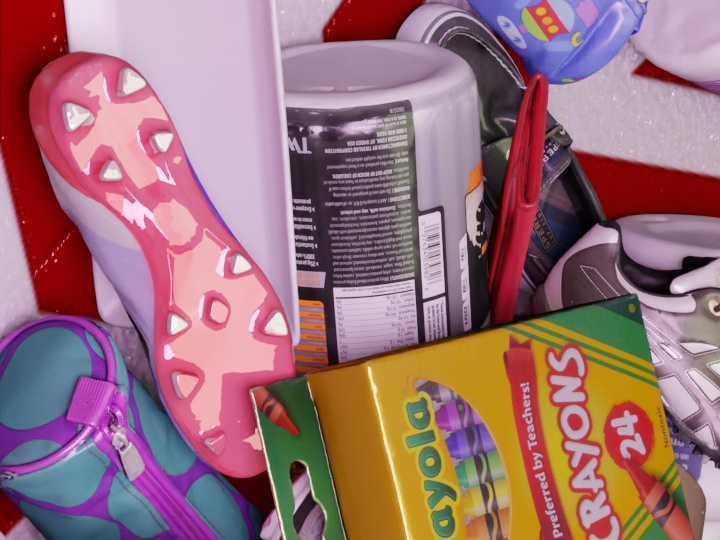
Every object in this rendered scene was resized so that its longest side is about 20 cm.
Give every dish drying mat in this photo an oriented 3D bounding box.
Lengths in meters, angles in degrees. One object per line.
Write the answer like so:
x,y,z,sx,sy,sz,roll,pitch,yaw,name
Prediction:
0.071,-0.009,1.131,0.200,0.018,0.077,96,2,-59,dish drying mat

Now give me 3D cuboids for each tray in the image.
-0.076,-0.067,1.012,0.022,0.107,0.201,-39,130,-58,tray

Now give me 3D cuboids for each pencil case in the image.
0.072,-0.174,1.125,0.200,0.087,0.078,44,51,-40,pencil case
-0.097,0.110,1.046,0.085,0.092,0.200,-55,133,-18,pencil case

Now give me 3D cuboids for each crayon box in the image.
0.054,0.091,1.015,0.199,0.051,0.128,-13,90,-37,crayon box

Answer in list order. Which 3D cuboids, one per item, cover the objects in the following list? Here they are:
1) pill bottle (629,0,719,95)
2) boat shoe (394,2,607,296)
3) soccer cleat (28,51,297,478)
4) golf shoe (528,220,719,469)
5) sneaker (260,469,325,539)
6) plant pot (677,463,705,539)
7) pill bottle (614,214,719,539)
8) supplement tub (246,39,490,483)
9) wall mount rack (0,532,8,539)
0.244,-0.141,1.284,0.199,0.112,0.113,15,91,-45,pill bottle
0.083,-0.055,1.187,0.070,0.066,0.200,-46,129,-24,boat shoe
-0.086,-0.004,1.001,0.067,0.076,0.201,-31,107,-17,soccer cleat
0.184,0.047,1.179,0.199,0.078,0.095,26,103,-5,golf shoe
-0.011,0.181,1.022,0.074,0.087,0.201,22,84,-46,sneaker
0.088,0.168,1.164,0.200,0.200,0.175,43,67,-42,plant pot
0.186,0.077,1.286,0.119,0.119,0.201,-5,105,-43,pill bottle
0.000,0.000,1.085,0.122,0.122,0.201,-20,116,-38,supplement tub
-0.217,0.067,0.900,0.199,0.074,0.175,-17,86,-40,wall mount rack
